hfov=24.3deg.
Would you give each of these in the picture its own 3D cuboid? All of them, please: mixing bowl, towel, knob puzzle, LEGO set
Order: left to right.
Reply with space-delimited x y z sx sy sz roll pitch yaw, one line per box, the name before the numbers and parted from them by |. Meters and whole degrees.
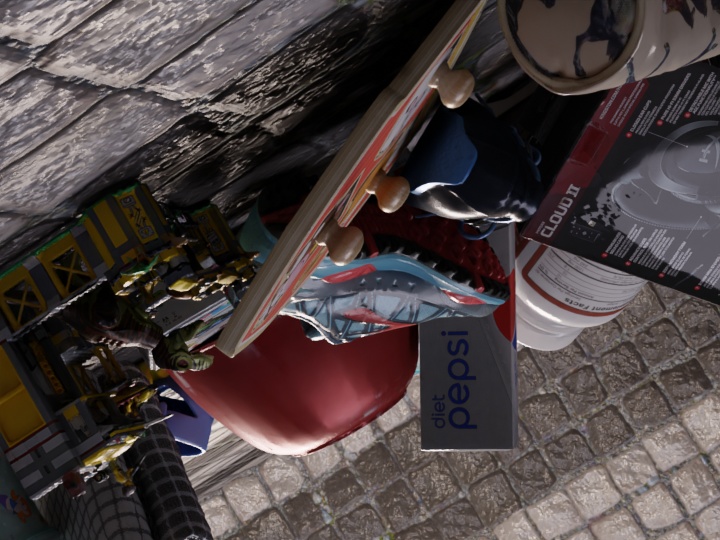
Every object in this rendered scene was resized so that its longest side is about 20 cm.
towel | -0.165 0.185 1.137 0.085 0.166 0.201 -7 135 -26
LEGO set | -0.111 0.043 0.839 0.153 0.116 0.200 -31 173 0
mixing bowl | -0.034 0.062 1.194 0.199 0.109 0.200 -28 -174 3
knob puzzle | -0.001 -0.032 0.812 0.220 0.030 0.220 -54 178 -3

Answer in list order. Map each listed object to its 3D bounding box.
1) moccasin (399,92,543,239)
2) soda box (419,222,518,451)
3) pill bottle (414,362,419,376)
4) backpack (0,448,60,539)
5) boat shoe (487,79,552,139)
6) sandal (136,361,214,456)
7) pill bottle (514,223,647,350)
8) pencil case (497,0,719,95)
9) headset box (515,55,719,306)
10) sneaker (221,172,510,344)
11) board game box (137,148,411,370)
moccasin | 0.061 -0.050 0.938 0.081 0.068 0.200 -61 -175 13
soda box | 0.076 0.026 1.180 0.068 0.202 0.063 -1 176 8
pill bottle | -0.021 0.070 1.443 0.200 0.111 0.111 -36 172 27
backpack | -0.293 0.201 1.080 0.200 0.151 0.177 -31 174 -46
boat shoe | 0.133 -0.103 1.111 0.199 0.060 0.072 -32 172 -1
sandal | -0.142 0.106 1.278 0.199 0.087 0.079 -29 171 -32
pill bottle | 0.169 -0.032 1.218 0.112 0.112 0.200 -25 159 -40
pencil case | 0.149 -0.145 0.836 0.077 0.090 0.200 0 -165 39
headset box | 0.193 -0.071 1.002 0.077 0.199 0.149 -92 -155 -54
sneaker | 0.000 0.000 1.005 0.199 0.080 0.096 12 134 -37
board game box | -0.056 -0.007 1.071 0.199 0.035 0.126 -30 174 -12
